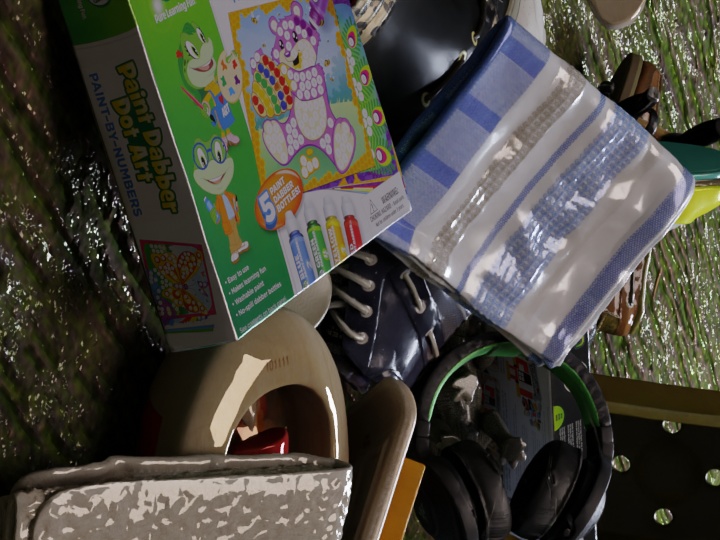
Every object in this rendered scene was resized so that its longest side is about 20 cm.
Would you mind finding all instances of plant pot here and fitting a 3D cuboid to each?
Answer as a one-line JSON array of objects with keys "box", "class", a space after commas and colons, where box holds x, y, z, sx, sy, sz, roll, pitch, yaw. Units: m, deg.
[{"box": [0.201, 0.167, 1.836, 0.200, 0.195, 0.195, -32, 127, -71], "class": "plant pot"}]

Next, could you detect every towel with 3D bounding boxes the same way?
[{"box": [0.096, -0.039, 1.445, 0.147, 0.024, 0.200, -51, 133, 3], "class": "towel"}, {"box": [-0.096, 0.156, 1.239, 0.200, 0.034, 0.133, 2, 106, -38], "class": "towel"}]

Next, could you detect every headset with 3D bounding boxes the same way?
[{"box": [0.092, 0.133, 1.500, 0.094, 0.123, 0.201, 145, -55, -71], "class": "headset"}]

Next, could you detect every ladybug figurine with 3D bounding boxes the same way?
[{"box": [-0.067, 0.111, 1.326, 0.136, 0.072, 0.201, -17, 114, -48], "class": "ladybug figurine"}]

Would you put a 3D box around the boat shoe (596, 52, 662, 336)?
[{"box": [0.190, -0.052, 1.838, 0.072, 0.068, 0.200, -157, -97, -85], "class": "boat shoe"}]

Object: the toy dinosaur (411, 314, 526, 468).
[{"box": [0.055, 0.068, 1.595, 0.077, 0.102, 0.201, -12, 105, -25], "class": "toy dinosaur"}]

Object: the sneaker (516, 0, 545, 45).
[{"box": [0.070, -0.109, 1.540, 0.081, 0.076, 0.201, 90, 11, -82], "class": "sneaker"}]

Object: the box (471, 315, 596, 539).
[{"box": [0.099, 0.074, 1.641, 0.035, 0.110, 0.200, -21, 118, -33], "class": "box"}]

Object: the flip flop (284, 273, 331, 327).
[{"box": [-0.050, -0.029, 1.346, 0.200, 0.057, 0.081, 69, 38, -48], "class": "flip flop"}]

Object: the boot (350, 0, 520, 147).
[{"box": [0.026, -0.167, 1.454, 0.154, 0.073, 0.204, 55, 42, -49], "class": "boot"}]

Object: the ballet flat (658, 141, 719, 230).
[{"box": [0.143, -0.043, 1.534, 0.200, 0.067, 0.067, 0, 113, -38], "class": "ballet flat"}]

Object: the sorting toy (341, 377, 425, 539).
[{"box": [-0.009, 0.171, 1.433, 0.185, 0.036, 0.200, 132, -27, -74], "class": "sorting toy"}]

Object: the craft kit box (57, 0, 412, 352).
[{"box": [-0.059, -0.087, 1.260, 0.200, 0.048, 0.198, -38, 112, -57], "class": "craft kit box"}]

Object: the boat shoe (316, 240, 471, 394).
[{"box": [0.000, 0.000, 1.458, 0.093, 0.075, 0.200, -57, 139, -17], "class": "boat shoe"}]

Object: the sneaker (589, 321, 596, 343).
[{"box": [0.119, 0.010, 1.657, 0.081, 0.083, 0.200, -48, 167, -42], "class": "sneaker"}]

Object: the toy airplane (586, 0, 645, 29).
[{"box": [0.091, -0.251, 1.434, 0.141, 0.199, 0.200, -46, -159, 61], "class": "toy airplane"}]

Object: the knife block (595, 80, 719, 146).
[{"box": [0.176, -0.060, 1.697, 0.200, 0.175, 0.064, 48, 56, -61], "class": "knife block"}]
